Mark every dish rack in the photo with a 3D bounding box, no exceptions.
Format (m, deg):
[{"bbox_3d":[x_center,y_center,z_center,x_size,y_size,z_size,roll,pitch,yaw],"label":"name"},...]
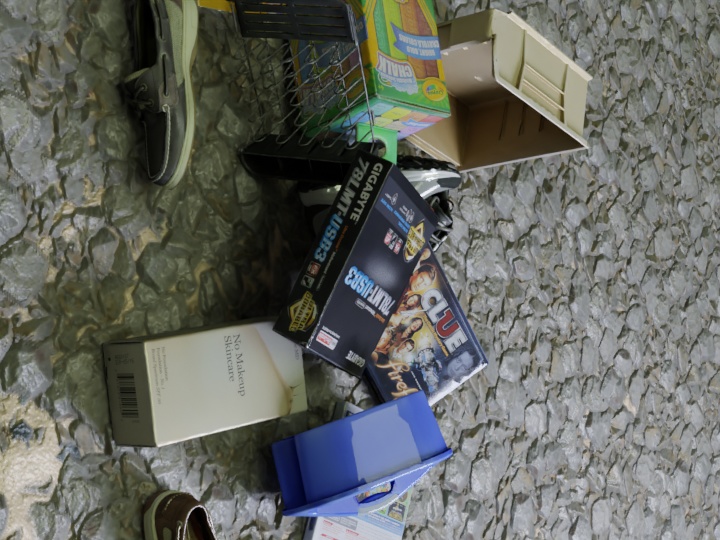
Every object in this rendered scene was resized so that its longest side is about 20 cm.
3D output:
[{"bbox_3d":[-0.061,-0.188,1.304,0.055,0.152,0.202,-57,146,-46],"label":"dish rack"}]

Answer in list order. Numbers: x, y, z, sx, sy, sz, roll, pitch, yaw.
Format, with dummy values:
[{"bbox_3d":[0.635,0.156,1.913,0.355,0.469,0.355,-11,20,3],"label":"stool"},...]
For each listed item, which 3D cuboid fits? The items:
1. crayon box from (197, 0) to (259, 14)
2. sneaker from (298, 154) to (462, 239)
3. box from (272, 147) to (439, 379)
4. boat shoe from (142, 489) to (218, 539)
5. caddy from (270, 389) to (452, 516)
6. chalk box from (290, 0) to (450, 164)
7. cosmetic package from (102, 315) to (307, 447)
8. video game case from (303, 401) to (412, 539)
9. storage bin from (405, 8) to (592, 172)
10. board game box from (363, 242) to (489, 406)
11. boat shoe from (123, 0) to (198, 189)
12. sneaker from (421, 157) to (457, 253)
[{"bbox_3d":[-0.141,-0.362,1.336,0.125,0.051,0.203,1,85,-46],"label":"crayon box"},{"bbox_3d":[0.024,-0.083,1.451,0.198,0.074,0.080,-14,111,-21],"label":"sneaker"},{"bbox_3d":[0.000,0.000,1.317,0.200,0.049,0.200,-65,159,-7],"label":"box"},{"bbox_3d":[-0.157,0.315,1.241,0.074,0.074,0.205,-26,105,-44],"label":"boat shoe"},{"bbox_3d":[0.002,0.204,1.351,0.198,0.141,0.106,-17,84,-29],"label":"caddy"},{"bbox_3d":[0.011,-0.209,1.402,0.124,0.123,0.202,5,70,-46],"label":"chalk box"},{"bbox_3d":[-0.151,0.107,1.270,0.199,0.073,0.105,-9,93,-45],"label":"cosmetic package"},{"bbox_3d":[0.002,0.268,1.453,0.143,0.018,0.202,31,65,-40],"label":"video game case"},{"bbox_3d":[0.138,-0.210,1.507,0.198,0.199,0.095,27,67,-41],"label":"storage bin"},{"bbox_3d":[0.050,0.062,1.469,0.135,0.035,0.201,-34,113,-12],"label":"board game box"},{"bbox_3d":[-0.201,-0.182,1.250,0.065,0.071,0.203,8,80,-35],"label":"boat shoe"},{"bbox_3d":[0.066,-0.045,1.501,0.077,0.081,0.202,26,70,-42],"label":"sneaker"}]
